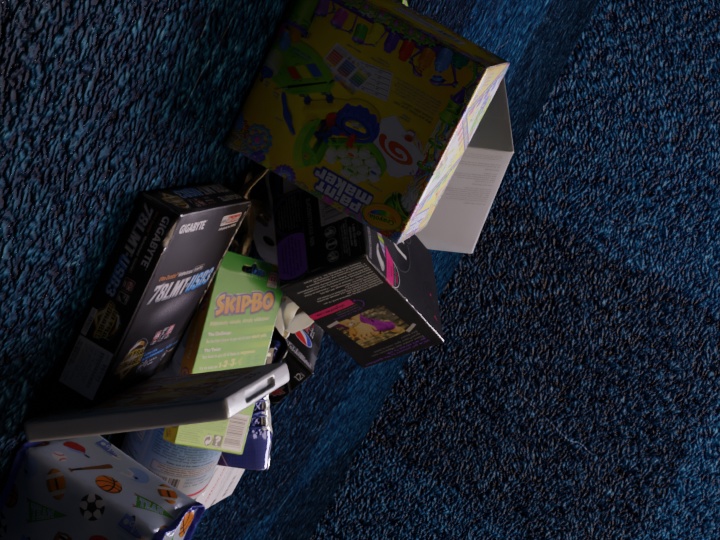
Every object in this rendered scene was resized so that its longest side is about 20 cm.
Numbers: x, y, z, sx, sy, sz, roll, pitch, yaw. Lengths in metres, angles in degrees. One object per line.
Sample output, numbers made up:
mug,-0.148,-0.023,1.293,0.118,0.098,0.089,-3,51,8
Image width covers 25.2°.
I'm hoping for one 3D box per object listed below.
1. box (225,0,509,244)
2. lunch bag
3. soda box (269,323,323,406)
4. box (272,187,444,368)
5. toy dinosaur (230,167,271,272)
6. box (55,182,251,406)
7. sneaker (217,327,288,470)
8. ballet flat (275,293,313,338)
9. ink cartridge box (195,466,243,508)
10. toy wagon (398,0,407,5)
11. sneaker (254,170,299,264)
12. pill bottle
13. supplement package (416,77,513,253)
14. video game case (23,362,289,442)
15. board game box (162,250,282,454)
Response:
box,0.008,-0.164,1.575,0.194,0.199,0.122,-62,171,16
lunch bag,-0.266,0.271,1.535,0.201,0.169,0.124,-65,164,20
soda box,-0.094,0.091,2.018,0.071,0.063,0.200,-40,-169,16
box,0.000,0.000,1.731,0.200,0.105,0.123,47,30,-50
toy dinosaur,-0.128,-0.057,1.680,0.200,0.058,0.102,100,6,-81
box,-0.193,0.016,1.527,0.199,0.049,0.200,-61,171,12
sneaker,-0.131,0.124,1.815,0.115,0.080,0.201,152,-61,-70
ballet flat,-0.089,0.044,1.892,0.200,0.072,0.072,-23,-154,55
ink cartridge box,-0.199,0.246,2.102,0.117,0.068,0.200,-62,171,7
toy wagon,0.040,-0.232,1.767,0.156,0.039,0.201,71,21,-57
sneaker,-0.061,-0.089,1.819,0.112,0.073,0.200,-55,169,-33
pill bottle,-0.189,0.150,1.754,0.109,0.108,0.201,-45,163,-56
supplement package,0.092,-0.147,2.056,0.201,0.151,0.151,108,-16,-50
video game case,-0.186,0.122,1.505,0.182,0.198,0.023,-25,106,-74
board game box,-0.137,0.084,1.653,0.095,0.030,0.201,16,89,-45
